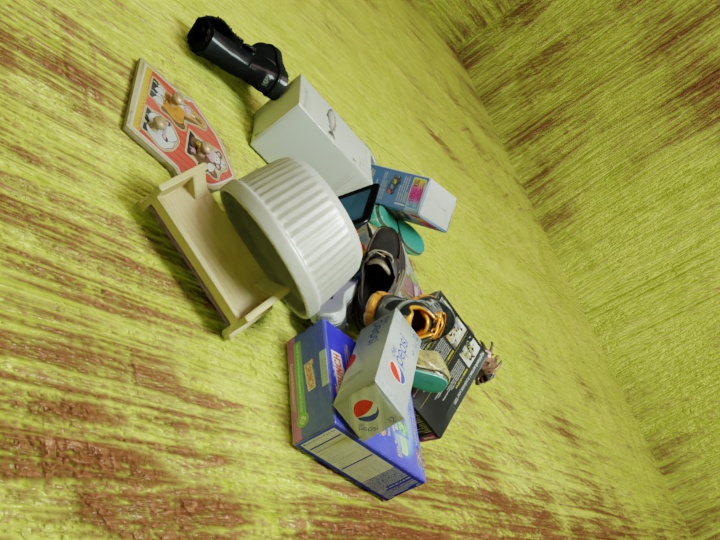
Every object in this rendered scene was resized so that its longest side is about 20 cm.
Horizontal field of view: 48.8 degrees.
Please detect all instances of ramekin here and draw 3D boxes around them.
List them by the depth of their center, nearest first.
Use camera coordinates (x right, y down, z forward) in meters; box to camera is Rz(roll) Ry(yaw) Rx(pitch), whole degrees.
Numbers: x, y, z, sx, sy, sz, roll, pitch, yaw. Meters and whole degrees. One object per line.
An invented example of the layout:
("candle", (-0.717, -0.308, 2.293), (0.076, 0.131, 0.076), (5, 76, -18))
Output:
("ramekin", (-0.084, -0.049, 1.022), (0.201, 0.104, 0.201), (50, -16, 20))

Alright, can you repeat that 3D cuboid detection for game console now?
("game console", (-0.076, -0.115, 1.205), (0.170, 0.119, 0.200), (38, 20, -9))

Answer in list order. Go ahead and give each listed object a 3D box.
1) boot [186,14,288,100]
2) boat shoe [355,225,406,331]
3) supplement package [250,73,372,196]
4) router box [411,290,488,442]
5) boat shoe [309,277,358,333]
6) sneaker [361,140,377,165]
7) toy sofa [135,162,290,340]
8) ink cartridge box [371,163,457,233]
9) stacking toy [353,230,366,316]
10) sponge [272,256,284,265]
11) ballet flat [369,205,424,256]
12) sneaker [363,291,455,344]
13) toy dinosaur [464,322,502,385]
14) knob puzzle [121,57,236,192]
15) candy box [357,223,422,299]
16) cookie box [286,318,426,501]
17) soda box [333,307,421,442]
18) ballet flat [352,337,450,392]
("boot", (-0.216, -0.383, 1.370), (0.167, 0.077, 0.201), (30, 18, -31))
("boat shoe", (0.036, 0.004, 1.245), (0.074, 0.073, 0.202), (92, 4, -54))
("supplement package", (-0.082, -0.213, 1.382), (0.200, 0.117, 0.118), (44, 26, -30))
("router box", (0.116, 0.154, 1.302), (0.150, 0.051, 0.200), (52, 50, -14))
("boat shoe", (-0.043, 0.058, 1.197), (0.200, 0.067, 0.058), (-67, 156, -72))
("sneaker", (-0.042, -0.236, 1.539), (0.199, 0.083, 0.121), (40, 22, -20))
("toy sofa", (-0.187, -0.019, 0.978), (0.083, 0.097, 0.202), (-37, 95, -43))
("ink cartridge box", (0.071, -0.147, 1.552), (0.198, 0.077, 0.136), (21, -2, 33))
("stacking toy", (0.000, 0.000, 1.335), (0.085, 0.085, 0.202), (22, 38, -55))
("sponge", (-0.074, -0.017, 1.206), (0.111, 0.030, 0.200), (35, 22, 6))
("ballet flat", (0.054, -0.072, 1.548), (0.199, 0.070, 0.068), (30, 45, -54))
("sneaker", (0.090, 0.079, 1.194), (0.198, 0.076, 0.080), (6, 96, -50))
("toy dinosaur", (0.188, 0.144, 1.463), (0.085, 0.135, 0.202), (31, 34, -47))
("knob puzzle", (-0.243, -0.194, 1.132), (0.220, 0.030, 0.221), (46, 24, -28))
("candy box", (0.055, 0.026, 1.433), (0.136, 0.061, 0.202), (26, 38, -54))
("cookie box", (-0.006, 0.189, 1.070), (0.200, 0.075, 0.173), (41, 27, -37))
("soda box", (0.026, 0.129, 1.026), (0.064, 0.068, 0.200), (52, 22, -13))
("ballet flat", (0.044, 0.131, 1.185), (0.197, 0.071, 0.071), (17, 39, -21))
